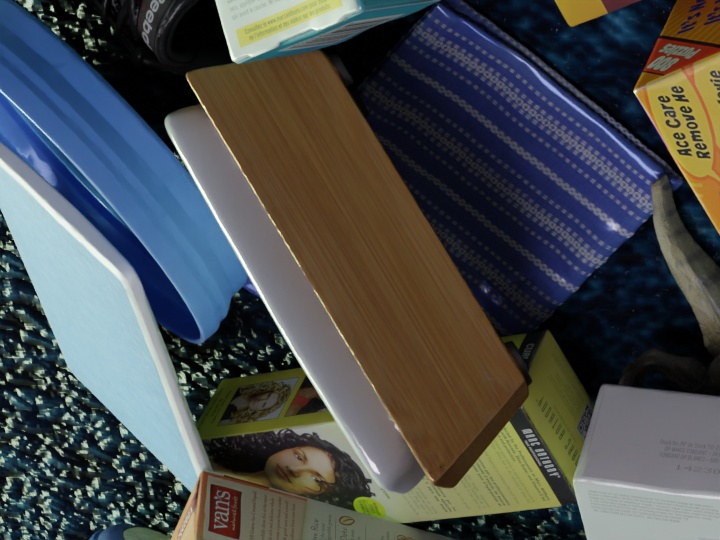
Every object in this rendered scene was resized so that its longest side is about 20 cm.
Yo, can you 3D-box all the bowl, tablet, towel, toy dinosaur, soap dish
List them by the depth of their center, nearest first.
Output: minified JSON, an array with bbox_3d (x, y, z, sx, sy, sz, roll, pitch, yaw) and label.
[{"bbox_3d":[0.000,0.000,1.224,0.081,0.157,0.200,-32,83,1],"label":"soap dish"},{"bbox_3d":[-0.129,-0.051,1.291,0.201,0.039,0.201,44,168,12],"label":"bowl"},{"bbox_3d":[0.172,0.050,1.313,0.088,0.047,0.200,-38,105,19],"label":"toy dinosaur"},{"bbox_3d":[0.037,-0.023,1.328,0.145,0.024,0.200,38,127,-7],"label":"towel"},{"bbox_3d":[-0.123,0.025,1.342,0.130,0.014,0.200,41,160,33],"label":"tablet"}]

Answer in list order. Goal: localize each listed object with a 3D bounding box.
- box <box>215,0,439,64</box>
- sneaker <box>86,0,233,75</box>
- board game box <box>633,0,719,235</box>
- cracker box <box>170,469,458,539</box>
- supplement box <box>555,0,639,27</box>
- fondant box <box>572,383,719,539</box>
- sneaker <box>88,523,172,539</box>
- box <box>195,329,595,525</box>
[{"bbox_3d":[-0.036,-0.191,1.129,0.082,0.049,0.200,-17,88,46],"label":"box"},{"bbox_3d":[-0.097,-0.140,1.256,0.200,0.098,0.071,21,129,8],"label":"sneaker"},{"bbox_3d":[0.260,-0.072,1.101,0.200,0.200,0.200,-22,111,31],"label":"board game box"},{"bbox_3d":[-0.007,0.186,1.385,0.200,0.058,0.134,17,127,-12],"label":"cracker box"},{"bbox_3d":[0.155,-0.220,1.044,0.197,0.200,0.133,-19,114,29],"label":"supplement box"},{"bbox_3d":[0.188,0.138,1.315,0.144,0.058,0.200,6,144,18],"label":"fondant box"},{"bbox_3d":[-0.046,0.174,1.467,0.200,0.075,0.088,29,120,-11],"label":"sneaker"},{"bbox_3d":[0.017,0.082,1.366,0.200,0.050,0.075,-11,125,36],"label":"box"}]
